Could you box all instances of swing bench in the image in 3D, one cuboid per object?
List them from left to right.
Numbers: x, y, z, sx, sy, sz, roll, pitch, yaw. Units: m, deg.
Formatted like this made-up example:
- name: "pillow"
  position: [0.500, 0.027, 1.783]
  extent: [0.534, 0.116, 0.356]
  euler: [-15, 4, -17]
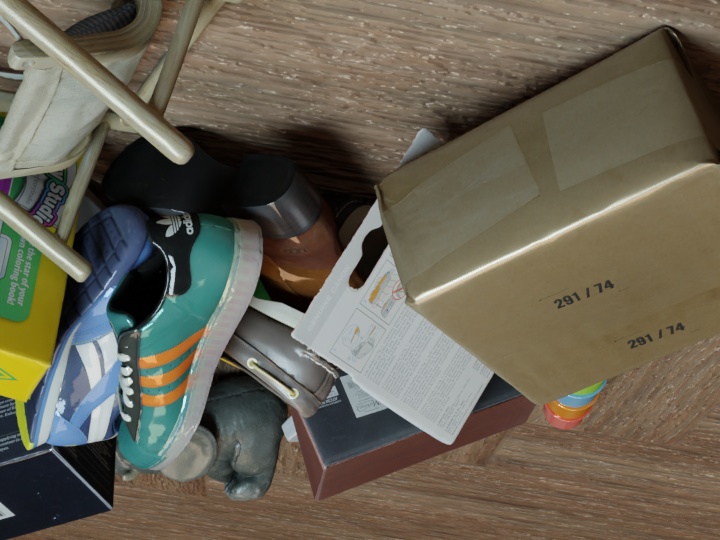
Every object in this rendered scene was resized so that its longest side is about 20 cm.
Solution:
- name: "swing bench"
  position: [-0.203, -0.116, 0.727]
  extent: [0.199, 0.131, 0.199]
  euler: [25, 151, -20]

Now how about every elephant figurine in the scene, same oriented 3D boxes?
- name: "elephant figurine"
  position: [-0.182, 0.160, 1.262]
  extent: [0.199, 0.157, 0.141]
  euler: [14, 177, -32]

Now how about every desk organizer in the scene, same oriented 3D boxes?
- name: "desk organizer"
  position: [0.044, 0.107, 0.999]
  extent: [0.198, 0.072, 0.077]
  euler: [-17, 153, -19]

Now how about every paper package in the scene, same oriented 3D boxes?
- name: "paper package"
  position: [0.145, -0.021, 0.780]
  extent: [0.199, 0.104, 0.190]
  euler: [-27, 142, 22]

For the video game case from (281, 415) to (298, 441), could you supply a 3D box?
- name: "video game case"
  position: [0.045, 0.103, 1.089]
  extent: [0.143, 0.018, 0.199]
  euler: [-43, 149, 27]

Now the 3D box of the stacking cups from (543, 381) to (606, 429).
- name: "stacking cups"
  position: [0.191, 0.097, 1.116]
  extent: [0.060, 0.061, 0.200]
  euler: [5, 154, 6]

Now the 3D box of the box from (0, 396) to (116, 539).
- name: "box"
  position: [-0.315, 0.127, 1.081]
  extent: [0.198, 0.183, 0.104]
  euler: [-17, 138, 12]

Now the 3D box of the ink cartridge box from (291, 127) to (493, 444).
- name: "ink cartridge box"
  position: [0.041, 0.012, 0.872]
  extent: [0.050, 0.162, 0.200]
  euler: [27, 172, 46]

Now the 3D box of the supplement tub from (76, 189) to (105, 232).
- name: "supplement tub"
  position: [-0.295, 0.007, 0.985]
  extent: [0.199, 0.142, 0.140]
  euler: [-11, 149, 35]

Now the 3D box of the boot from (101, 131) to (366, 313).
- name: "boot"
  position: [-0.073, -0.012, 0.913]
  extent: [0.187, 0.069, 0.200]
  euler: [3, 147, 30]

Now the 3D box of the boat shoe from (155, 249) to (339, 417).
- name: "boat shoe"
  position: [-0.104, 0.039, 0.899]
  extent: [0.199, 0.060, 0.072]
  euler: [24, 164, 17]

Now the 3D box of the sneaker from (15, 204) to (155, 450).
- name: "sneaker"
  position: [-0.176, 0.041, 0.881]
  extent: [0.082, 0.074, 0.201]
  euler: [11, 123, -30]

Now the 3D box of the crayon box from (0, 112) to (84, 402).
- name: "crayon box"
  position: [-0.273, -0.034, 0.820]
  extent: [0.171, 0.201, 0.058]
  euler: [21, 138, -25]

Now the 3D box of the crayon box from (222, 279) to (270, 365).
- name: "crayon box"
  position: [-0.103, 0.025, 1.060]
  extent: [0.118, 0.059, 0.199]
  euler: [-16, 145, 41]

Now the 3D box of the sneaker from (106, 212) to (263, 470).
- name: "sneaker"
  position: [-0.133, 0.045, 0.820]
  extent: [0.079, 0.072, 0.201]
  euler: [11, 121, -26]

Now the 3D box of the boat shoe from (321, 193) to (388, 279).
- name: "boat shoe"
  position: [0.000, 0.000, 0.991]
  extent: [0.062, 0.073, 0.200]
  euler: [27, 162, 25]
